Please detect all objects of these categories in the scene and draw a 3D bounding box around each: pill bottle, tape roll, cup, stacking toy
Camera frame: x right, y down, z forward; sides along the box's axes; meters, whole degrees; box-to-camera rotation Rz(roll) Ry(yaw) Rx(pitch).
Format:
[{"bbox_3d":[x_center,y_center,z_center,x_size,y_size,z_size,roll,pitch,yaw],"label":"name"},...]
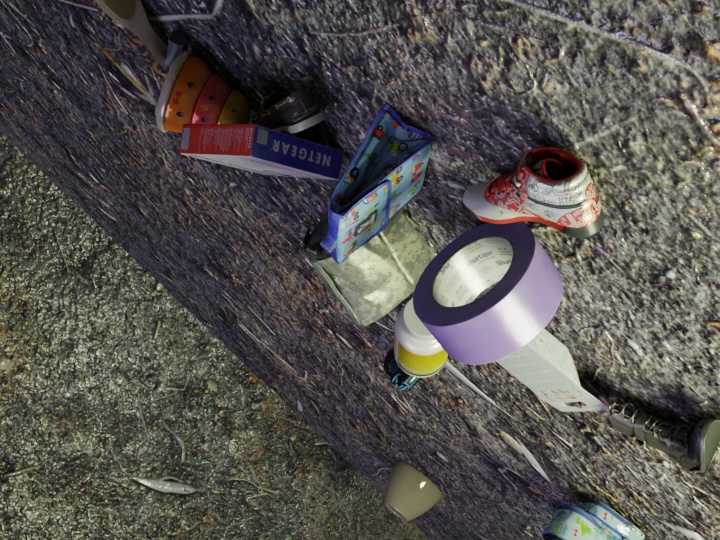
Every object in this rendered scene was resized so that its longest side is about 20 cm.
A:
[{"bbox_3d":[0.121,0.125,1.614,0.112,0.113,0.200,34,160,16],"label":"pill bottle"},{"bbox_3d":[0.177,0.028,1.179,0.085,0.200,0.199,49,158,-26],"label":"tape roll"},{"bbox_3d":[0.165,0.781,2.899,0.199,0.144,0.201,34,160,14],"label":"cup"},{"bbox_3d":[-0.239,-0.277,1.436,0.198,0.147,0.146,21,161,-4],"label":"stacking toy"}]

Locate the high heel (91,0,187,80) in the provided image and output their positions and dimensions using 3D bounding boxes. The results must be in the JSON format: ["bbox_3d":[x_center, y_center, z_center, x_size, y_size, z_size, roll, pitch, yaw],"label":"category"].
[{"bbox_3d":[-0.398,-0.410,1.454,0.199,0.072,0.143,33,155,-7],"label":"high heel"}]

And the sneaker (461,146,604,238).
[{"bbox_3d":[0.202,-0.109,1.041,0.200,0.067,0.108,17,150,40],"label":"sneaker"}]

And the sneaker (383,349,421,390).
[{"bbox_3d":[0.090,0.235,1.953,0.073,0.082,0.200,40,162,-8],"label":"sneaker"}]

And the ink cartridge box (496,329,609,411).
[{"bbox_3d":[0.328,0.171,1.457,0.199,0.047,0.160,37,160,-9],"label":"ink cartridge box"}]

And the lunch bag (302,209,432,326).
[{"bbox_3d":[0.005,-0.022,1.426,0.139,0.168,0.201,18,151,45],"label":"lunch bag"}]

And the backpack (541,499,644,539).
[{"bbox_3d":[0.519,0.601,1.868,0.199,0.148,0.183,34,161,5],"label":"backpack"}]

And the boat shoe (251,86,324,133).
[{"bbox_3d":[-0.123,-0.253,1.317,0.201,0.071,0.061,10,128,59],"label":"boat shoe"}]

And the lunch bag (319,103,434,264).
[{"bbox_3d":[0.006,-0.108,1.192,0.094,0.200,0.151,35,160,11],"label":"lunch bag"}]

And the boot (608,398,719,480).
[{"bbox_3d":[0.474,0.254,1.324,0.173,0.069,0.201,28,159,29],"label":"boot"}]

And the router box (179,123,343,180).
[{"bbox_3d":[-0.159,-0.191,1.351,0.178,0.049,0.199,9,180,40],"label":"router box"}]
